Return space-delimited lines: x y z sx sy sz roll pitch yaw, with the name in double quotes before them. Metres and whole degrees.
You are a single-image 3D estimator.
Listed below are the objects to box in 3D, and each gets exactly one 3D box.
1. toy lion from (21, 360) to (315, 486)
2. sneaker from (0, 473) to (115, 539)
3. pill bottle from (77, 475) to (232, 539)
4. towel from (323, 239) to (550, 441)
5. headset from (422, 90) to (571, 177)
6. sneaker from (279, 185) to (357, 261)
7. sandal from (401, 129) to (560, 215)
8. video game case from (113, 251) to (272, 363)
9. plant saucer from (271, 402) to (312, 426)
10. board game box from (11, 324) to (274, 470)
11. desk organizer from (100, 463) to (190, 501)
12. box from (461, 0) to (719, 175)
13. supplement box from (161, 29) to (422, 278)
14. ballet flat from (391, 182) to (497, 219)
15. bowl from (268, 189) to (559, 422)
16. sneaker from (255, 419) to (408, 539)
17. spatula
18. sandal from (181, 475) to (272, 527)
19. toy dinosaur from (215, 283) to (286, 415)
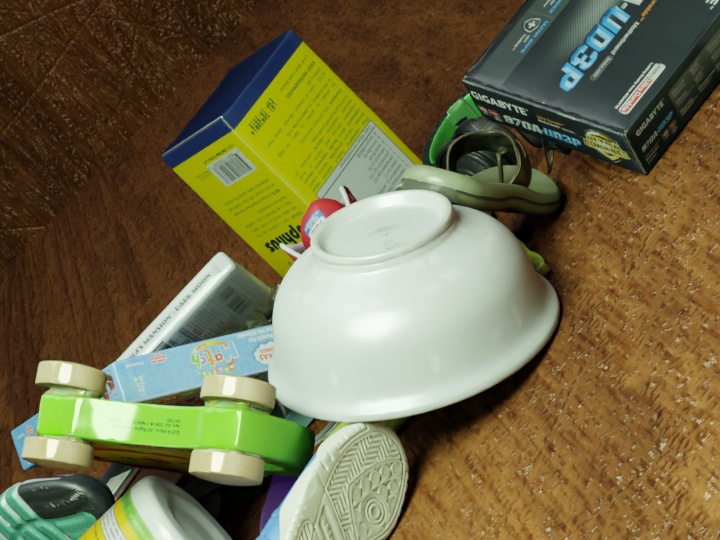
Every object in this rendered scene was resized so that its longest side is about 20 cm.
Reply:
"toy lion" -0.116 0.112 1.616 0.198 0.191 0.069 3 78 26
"sneaker" -0.226 0.175 1.758 0.200 0.074 0.088 -35 11 45
"pill bottle" -0.175 0.244 1.652 0.200 0.111 0.111 -44 13 7
"towel" 0.052 0.059 1.704 0.200 0.018 0.086 -47 12 0
"headset" 0.107 -0.116 1.879 0.124 0.094 0.200 -48 24 -7
"sneaker" 0.000 0.000 1.790 0.071 0.113 0.200 -42 7 -2
"sandal" 0.091 -0.071 1.721 0.201 0.079 0.058 0 -84 -70
"video game case" -0.137 0.079 1.972 0.182 0.023 0.200 -47 -21 1
"plant saucer" -0.087 0.124 1.936 0.070 0.019 0.200 -49 15 -13
"board game box" -0.149 0.092 1.791 0.150 0.037 0.200 -13 -11 -32
"desk organizer" -0.187 0.223 1.823 0.072 0.077 0.200 -27 23 52
"box" 0.191 -0.172 1.735 0.158 0.046 0.200 24 67 42
"supplement box" -0.040 -0.073 1.969 0.109 0.200 0.109 -26 23 55
"ballet flat" 0.068 -0.028 1.827 0.069 0.069 0.200 -46 13 0
"bowl" 0.024 0.009 1.595 0.199 0.091 0.201 -14 24 7
"sneaker" -0.052 0.179 1.540 0.111 0.077 0.201 -13 41 50
"spatula" -0.021 0.102 1.693 0.201 0.020 0.056 -59 20 -1
"sandal" -0.119 0.191 1.752 0.200 0.048 0.076 -41 -24 -21
"toy dinosaur" -0.095 0.072 1.915 0.199 0.077 0.102 -21 10 48
